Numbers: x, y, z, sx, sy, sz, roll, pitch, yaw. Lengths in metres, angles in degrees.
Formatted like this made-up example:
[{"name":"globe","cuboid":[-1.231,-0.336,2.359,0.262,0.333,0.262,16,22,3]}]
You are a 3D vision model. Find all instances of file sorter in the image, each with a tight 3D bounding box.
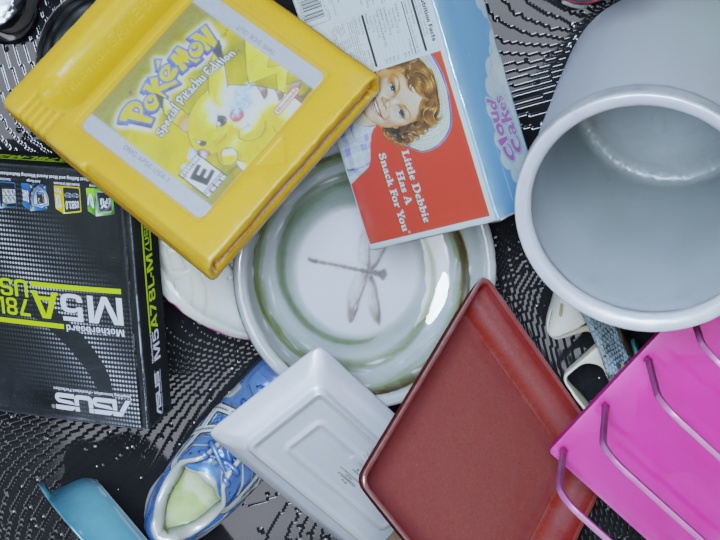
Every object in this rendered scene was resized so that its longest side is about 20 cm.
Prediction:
[{"name":"file sorter","cuboid":[0.246,0.114,1.153,0.139,0.125,0.200,41,103,-1]}]

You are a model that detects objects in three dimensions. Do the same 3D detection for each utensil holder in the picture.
[{"name":"utensil holder","cuboid":[0.204,-0.083,1.136,0.168,0.200,0.171,8,122,13]}]

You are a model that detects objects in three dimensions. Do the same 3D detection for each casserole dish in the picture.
[{"name":"casserole dish","cuboid":[-0.165,0.226,1.259,0.039,0.121,0.200,-41,95,-12]}]

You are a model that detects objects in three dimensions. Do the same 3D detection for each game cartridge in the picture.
[{"name":"game cartridge","cuboid":[-0.116,-0.119,1.132,0.200,0.032,0.177,37,79,18]}]

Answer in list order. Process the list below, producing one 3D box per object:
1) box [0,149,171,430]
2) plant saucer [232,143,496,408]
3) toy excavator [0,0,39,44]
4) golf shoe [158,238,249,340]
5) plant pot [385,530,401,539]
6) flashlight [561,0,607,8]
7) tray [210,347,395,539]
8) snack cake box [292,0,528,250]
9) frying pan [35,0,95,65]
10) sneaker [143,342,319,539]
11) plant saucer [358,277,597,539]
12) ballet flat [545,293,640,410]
[{"name":"box","cuboid":[-0.239,0.011,1.217,0.198,0.047,0.195,6,108,20]},{"name":"plant saucer","cuboid":[0.000,0.000,1.239,0.198,0.050,0.202,-1,93,-15]},{"name":"toy excavator","cuboid":[-0.229,-0.261,1.209,0.193,0.100,0.201,24,89,-3]},{"name":"golf shoe","cuboid":[-0.121,-0.030,1.220,0.200,0.076,0.091,44,134,-15]},{"name":"plant pot","cuboid":[0.052,0.270,1.245,0.092,0.200,0.203,-6,100,43]},{"name":"flashlight","cuboid":[0.159,-0.214,1.144,0.067,0.200,0.068,-14,98,5]},{"name":"tray","cuboid":[-0.008,0.147,1.236,0.107,0.022,0.200,-39,124,11]},{"name":"snack cake box","cuboid":[0.038,-0.125,1.152,0.114,0.067,0.202,-12,98,36]},{"name":"frying pan","cuboid":[-0.150,-0.171,1.241,0.189,0.031,0.116,-27,104,-2]},{"name":"sneaker","cuboid":[-0.090,0.136,1.260,0.076,0.077,0.200,38,96,-2]},{"name":"plant saucer","cuboid":[0.087,0.144,1.204,0.037,0.200,0.200,-8,127,44]},{"name":"ballet flat","cuboid":[0.175,0.054,1.247,0.074,0.074,0.201,-23,95,5]}]
